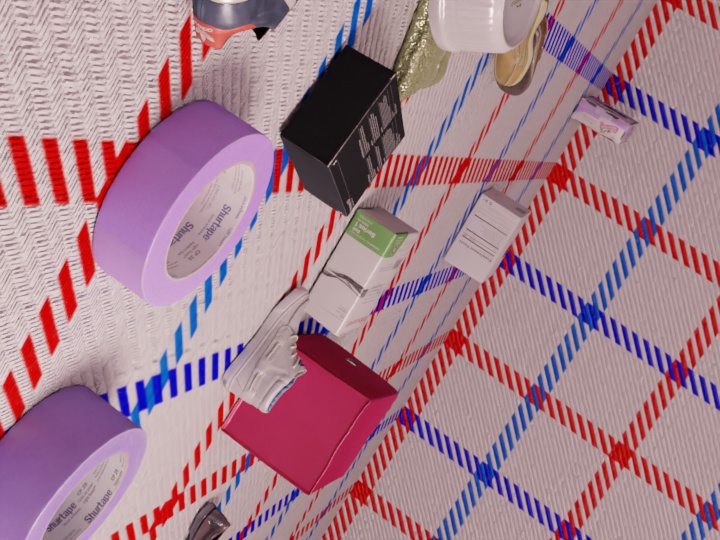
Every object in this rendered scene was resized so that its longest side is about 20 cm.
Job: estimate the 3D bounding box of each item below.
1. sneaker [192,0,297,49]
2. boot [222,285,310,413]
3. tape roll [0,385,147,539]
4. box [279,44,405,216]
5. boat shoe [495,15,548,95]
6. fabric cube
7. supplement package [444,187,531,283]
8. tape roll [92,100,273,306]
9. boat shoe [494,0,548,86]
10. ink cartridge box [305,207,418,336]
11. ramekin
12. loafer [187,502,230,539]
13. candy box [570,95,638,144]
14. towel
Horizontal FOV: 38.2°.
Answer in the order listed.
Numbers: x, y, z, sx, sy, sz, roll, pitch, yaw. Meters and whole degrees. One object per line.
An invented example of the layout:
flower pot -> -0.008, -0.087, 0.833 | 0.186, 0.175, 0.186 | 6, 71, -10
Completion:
sneaker -> -0.073, -0.254, 0.911 | 0.200, 0.075, 0.085 | -33, 154, -37
boot -> -0.118, 0.125, 1.609 | 0.200, 0.095, 0.074 | -53, 167, -14
tape roll -> -0.329, 0.230, 1.126 | 0.200, 0.085, 0.200 | -53, 166, -18
box -> -0.017, -0.169, 1.300 | 0.141, 0.079, 0.200 | -57, 168, -9
boat shoe -> 0.303, -0.402, 1.910 | 0.072, 0.076, 0.200 | -51, 168, -29
fabric cube -> -0.083, 0.239, 1.794 | 0.200, 0.196, 0.199 | -57, 165, 6
supplement package -> 0.322, -0.089, 2.630 | 0.200, 0.120, 0.121 | -61, 167, 22
tape roll -> -0.171, -0.065, 1.026 | 0.200, 0.066, 0.200 | -52, 167, -17
boat shoe -> 0.258, -0.399, 1.796 | 0.076, 0.072, 0.200 | -30, 147, -32
ink cartridge box -> 0.000, 0.000, 1.756 | 0.200, 0.084, 0.146 | -59, 166, 12
ramekin -> 0.173, -0.376, 1.344 | 0.202, 0.094, 0.203 | -49, 149, -42
loafer -> -0.301, 0.528, 1.998 | 0.072, 0.063, 0.200 | -40, 160, -49
candy box -> 0.743, -0.458, 3.156 | 0.072, 0.168, 0.200 | -61, 166, 20
towel -> 0.105, -0.330, 1.444 | 0.148, 0.036, 0.200 | -38, 158, -51
